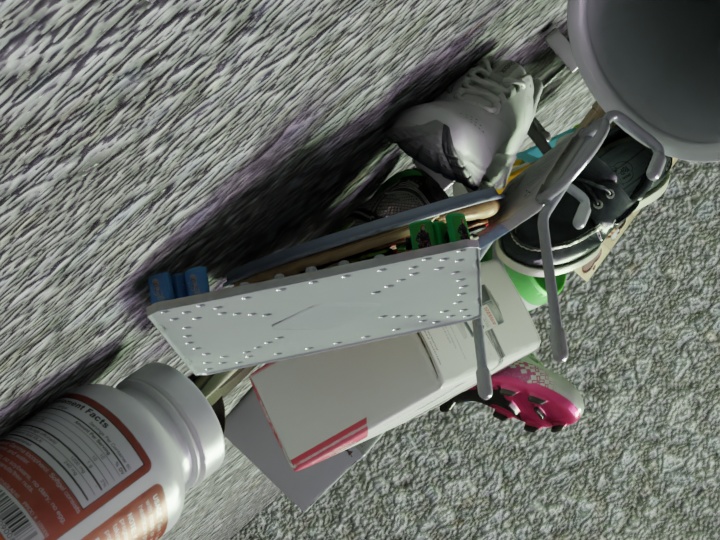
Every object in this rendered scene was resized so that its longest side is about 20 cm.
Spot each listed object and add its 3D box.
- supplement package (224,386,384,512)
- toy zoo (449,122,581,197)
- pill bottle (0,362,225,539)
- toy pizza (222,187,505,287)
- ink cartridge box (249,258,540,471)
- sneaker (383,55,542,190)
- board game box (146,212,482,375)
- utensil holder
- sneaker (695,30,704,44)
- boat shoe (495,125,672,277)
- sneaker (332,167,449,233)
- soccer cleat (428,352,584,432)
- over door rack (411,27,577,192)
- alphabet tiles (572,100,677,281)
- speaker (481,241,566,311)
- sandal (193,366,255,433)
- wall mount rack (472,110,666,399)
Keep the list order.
[{"bbox_3d":[-0.014,0.095,1.750,0.114,0.109,0.200,-47,180,43],"label":"supplement package"},{"bbox_3d":[0.155,-0.086,1.701,0.199,0.021,0.131,-25,-167,-5],"label":"toy zoo"},{"bbox_3d":[-0.184,0.144,1.258,0.199,0.112,0.112,-35,171,-35],"label":"pill bottle"},{"bbox_3d":[0.005,-0.011,1.331,0.198,0.032,0.200,-18,178,-1],"label":"toy pizza"},{"bbox_3d":[0.030,0.068,1.499,0.145,0.085,0.200,-31,171,26],"label":"ink cartridge box"},{"bbox_3d":[0.074,-0.106,1.336,0.088,0.074,0.200,-60,171,11],"label":"sneaker"},{"bbox_3d":[-0.023,0.018,1.248,0.198,0.026,0.200,-12,165,1],"label":"board game box"},{"bbox_3d":[0.260,-0.192,1.334,0.200,0.170,0.170,-38,173,-40],"label":"utensil holder"},{"bbox_3d":[0.277,-0.174,1.492,0.199,0.085,0.078,-17,128,-41],"label":"sneaker"},{"bbox_3d":[0.172,-0.063,1.469,0.199,0.074,0.067,-28,145,-38],"label":"boat shoe"},{"bbox_3d":[0.000,0.000,1.487,0.200,0.078,0.085,-45,171,38],"label":"sneaker"},{"bbox_3d":[0.113,0.075,1.634,0.199,0.070,0.087,7,-122,48],"label":"soccer cleat"},{"bbox_3d":[0.127,-0.108,1.538,0.148,0.067,0.200,-43,173,11],"label":"over door rack"},{"bbox_3d":[0.209,-0.097,1.566,0.201,0.008,0.167,-54,149,1],"label":"alphabet tiles"},{"bbox_3d":[0.068,0.010,1.639,0.199,0.089,0.088,-17,-173,34],"label":"speaker"},{"bbox_3d":[-0.134,0.128,1.645,0.201,0.057,0.080,-44,174,15],"label":"sandal"},{"bbox_3d":[0.122,-0.014,1.323,0.174,0.074,0.200,-56,-173,-25],"label":"wall mount rack"}]
